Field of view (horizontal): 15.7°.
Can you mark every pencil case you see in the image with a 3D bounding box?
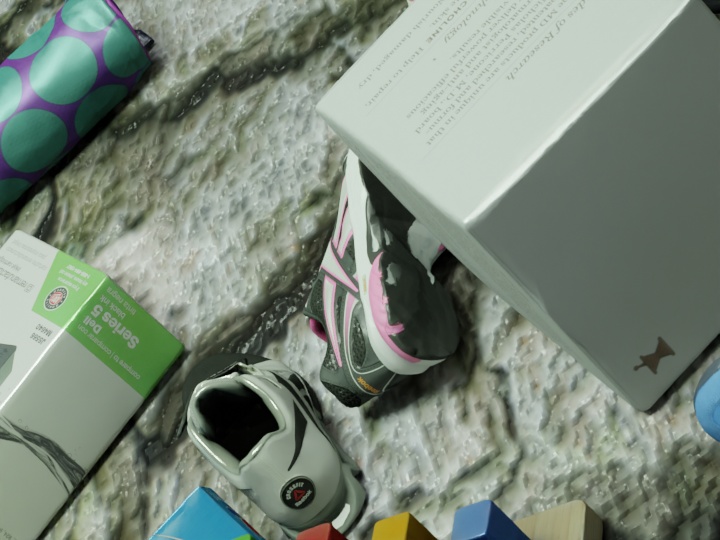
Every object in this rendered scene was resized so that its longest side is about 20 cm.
[{"bbox_3d":[-0.247,-0.124,1.947,0.200,0.085,0.092,-44,48,1],"label":"pencil case"}]

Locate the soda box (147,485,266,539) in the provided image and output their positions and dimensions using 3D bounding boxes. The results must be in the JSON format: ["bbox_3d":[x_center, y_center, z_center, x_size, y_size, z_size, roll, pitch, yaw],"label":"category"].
[{"bbox_3d":[-0.131,0.213,1.436,0.200,0.064,0.068,-48,-5,-3],"label":"soda box"}]

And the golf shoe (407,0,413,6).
[{"bbox_3d":[0.105,-0.210,1.640,0.200,0.092,0.075,-54,32,-15],"label":"golf shoe"}]

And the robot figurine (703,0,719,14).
[{"bbox_3d":[0.195,-0.201,1.445,0.124,0.151,0.200,-19,1,18],"label":"robot figurine"}]

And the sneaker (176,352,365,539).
[{"bbox_3d":[-0.068,0.081,1.516,0.074,0.088,0.200,-48,31,-2],"label":"sneaker"}]

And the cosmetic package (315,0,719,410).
[{"bbox_3d":[0.116,-0.065,1.393,0.166,0.167,0.200,-46,33,-1],"label":"cosmetic package"}]

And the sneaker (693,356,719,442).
[{"bbox_3d":[0.230,0.073,1.206,0.200,0.066,0.079,-8,52,44],"label":"sneaker"}]

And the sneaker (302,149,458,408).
[{"bbox_3d":[0.000,0.000,1.541,0.086,0.080,0.200,-41,25,27],"label":"sneaker"}]

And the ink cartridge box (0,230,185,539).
[{"bbox_3d":[-0.230,0.087,1.692,0.200,0.084,0.145,-52,33,-10],"label":"ink cartridge box"}]

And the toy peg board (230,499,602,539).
[{"bbox_3d":[0.005,0.202,1.286,0.199,0.098,0.200,-23,39,31],"label":"toy peg board"}]
